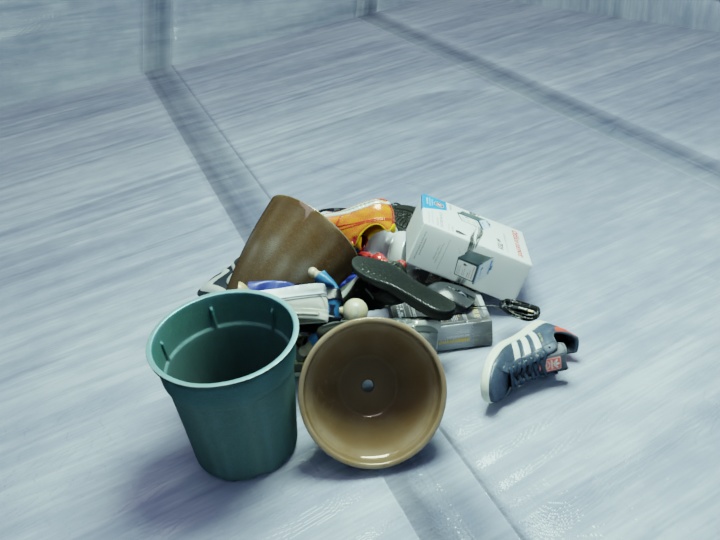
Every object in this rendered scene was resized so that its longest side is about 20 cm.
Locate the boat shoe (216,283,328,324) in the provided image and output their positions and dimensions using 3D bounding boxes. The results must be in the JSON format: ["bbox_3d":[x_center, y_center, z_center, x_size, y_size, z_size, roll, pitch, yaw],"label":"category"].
[{"bbox_3d":[-0.143,0.069,1.162,0.198,0.070,0.071,-9,-11,-10],"label":"boat shoe"}]

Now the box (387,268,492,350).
[{"bbox_3d":[0.126,0.062,1.356,0.157,0.049,0.200,-7,29,-3],"label":"box"}]

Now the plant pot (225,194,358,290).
[{"bbox_3d":[-0.133,0.012,1.320,0.186,0.187,0.200,20,64,38],"label":"plant pot"}]

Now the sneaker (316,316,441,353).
[{"bbox_3d":[0.033,0.129,1.180,0.198,0.117,0.075,-1,-1,-21],"label":"sneaker"}]

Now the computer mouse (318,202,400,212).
[{"bbox_3d":[0.005,-0.084,1.648,0.198,0.046,0.141,-6,34,-9],"label":"computer mouse"}]

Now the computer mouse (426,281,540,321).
[{"bbox_3d":[0.191,0.048,1.284,0.198,0.034,0.059,7,30,20],"label":"computer mouse"}]

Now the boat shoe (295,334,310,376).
[{"bbox_3d":[-0.084,0.131,1.264,0.200,0.061,0.072,4,31,18],"label":"boat shoe"}]

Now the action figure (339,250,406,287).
[{"bbox_3d":[0.000,0.000,1.418,0.199,0.066,0.052,-6,11,41],"label":"action figure"}]

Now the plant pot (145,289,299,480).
[{"bbox_3d":[-0.170,0.162,1.080,0.198,0.197,0.201,-4,34,2],"label":"plant pot"}]

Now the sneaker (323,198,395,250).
[{"bbox_3d":[-0.032,-0.067,1.425,0.199,0.078,0.073,-18,-11,24],"label":"sneaker"}]

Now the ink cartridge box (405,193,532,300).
[{"bbox_3d":[0.182,-0.040,1.374,0.198,0.086,0.147,19,25,-6],"label":"ink cartridge box"}]

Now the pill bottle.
[{"bbox_3d":[0.007,-0.044,1.502,0.199,0.113,0.112,12,34,29],"label":"pill bottle"}]

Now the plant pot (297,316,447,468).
[{"bbox_3d":[0.013,0.163,1.098,0.199,0.203,0.093,-9,0,-5],"label":"plant pot"}]

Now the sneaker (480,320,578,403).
[{"bbox_3d":[0.254,0.135,1.174,0.084,0.076,0.200,14,35,39],"label":"sneaker"}]

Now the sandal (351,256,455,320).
[{"bbox_3d":[0.056,0.035,1.238,0.200,0.048,0.075,32,28,34],"label":"sandal"}]

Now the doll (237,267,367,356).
[{"bbox_3d":[-0.088,0.062,1.221,0.198,0.138,0.048,2,-7,-2],"label":"doll"}]

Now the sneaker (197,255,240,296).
[{"bbox_3d":[-0.241,0.070,1.400,0.129,0.079,0.201,-24,47,45],"label":"sneaker"}]

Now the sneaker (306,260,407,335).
[{"bbox_3d":[-0.011,0.045,1.342,0.199,0.074,0.079,-34,18,-1],"label":"sneaker"}]

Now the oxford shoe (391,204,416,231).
[{"bbox_3d":[0.120,-0.061,1.531,0.199,0.085,0.073,32,54,27],"label":"oxford shoe"}]
